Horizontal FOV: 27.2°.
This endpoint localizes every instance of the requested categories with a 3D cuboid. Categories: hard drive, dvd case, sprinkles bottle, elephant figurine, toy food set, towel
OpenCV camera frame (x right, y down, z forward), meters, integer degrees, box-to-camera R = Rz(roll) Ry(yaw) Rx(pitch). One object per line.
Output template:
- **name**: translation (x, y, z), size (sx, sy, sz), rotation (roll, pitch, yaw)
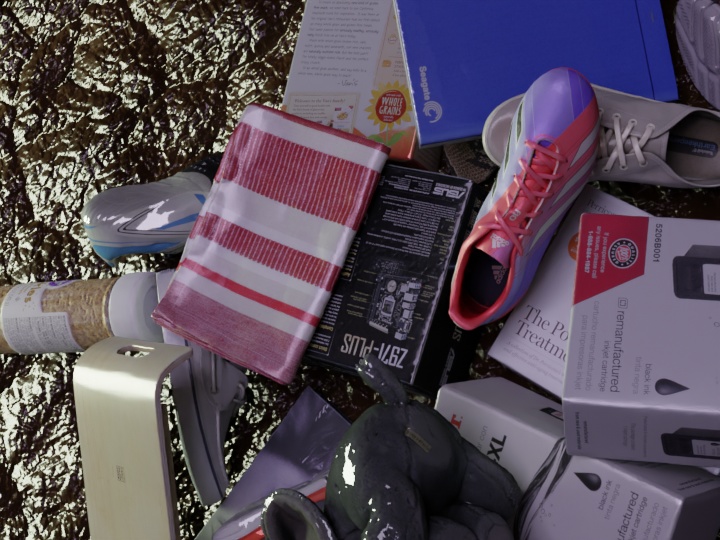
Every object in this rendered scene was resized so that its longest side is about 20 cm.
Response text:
- **hard drive**: translation (0.132, -0.176, 1.141), size (0.199, 0.025, 0.133), rotation (-10, 84, 0)
- **dvd case**: translation (-0.051, 0.215, 1.190), size (0.149, 0.016, 0.200), rotation (39, 96, 31)
- **sprinkles bottle**: translation (-0.262, 0.041, 1.329), size (0.199, 0.068, 0.069), rotation (-5, 73, 28)
- **elephant figurine**: translation (0.002, 0.183, 1.011), size (0.200, 0.141, 0.156), rotation (-40, 32, 46)
- **toy food set**: translation (-0.166, 0.157, 1.196), size (0.143, 0.060, 0.201), rotation (3, 101, 53)
- **towel**: translation (-0.072, -0.026, 1.171), size (0.144, 0.023, 0.201), rotation (21, 86, 32)

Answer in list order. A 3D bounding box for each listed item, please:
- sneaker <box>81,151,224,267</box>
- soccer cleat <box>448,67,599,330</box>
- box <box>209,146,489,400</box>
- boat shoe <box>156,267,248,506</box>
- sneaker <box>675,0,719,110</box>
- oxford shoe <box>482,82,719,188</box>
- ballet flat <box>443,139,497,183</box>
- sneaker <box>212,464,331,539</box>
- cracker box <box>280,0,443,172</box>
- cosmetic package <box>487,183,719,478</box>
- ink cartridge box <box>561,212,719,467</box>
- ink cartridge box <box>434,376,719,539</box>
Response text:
- **sneaker**: translation (-0.144, -0.052, 1.303), size (0.199, 0.073, 0.072), rotation (-12, 40, 13)
- **soccer cleat**: translation (0.115, -0.046, 1.058), size (0.067, 0.076, 0.201), rotation (27, 119, 10)
- **box**: translation (0.000, 0.000, 1.186), size (0.199, 0.086, 0.164), rotation (12, 81, 31)
- **boat shoe**: translation (-0.125, 0.093, 1.243), size (0.065, 0.072, 0.201), rotation (-10, 72, -6)
- **sneaker**: translation (0.316, -0.156, 1.073), size (0.112, 0.078, 0.200), rotation (-19, 36, -13)
- **oxford shoe**: translation (0.189, -0.095, 1.084), size (0.199, 0.058, 0.076), rotation (6, 101, 5)
- **ballet flat**: translation (0.101, -0.172, 1.189), size (0.068, 0.075, 0.201), rotation (17, 84, 34)
- **sneaker**: translation (-0.013, 0.193, 1.140), size (0.199, 0.077, 0.082), rotation (-26, 91, 19)
- **cracker box**: translation (0.016, -0.183, 1.250), size (0.133, 0.058, 0.201), rotation (8, 80, 29)
- **cosmetic package**: translation (0.213, 0.047, 1.077), size (0.200, 0.052, 0.151), rotation (30, 88, 32)
- **ink cartridge box**: translation (0.236, 0.047, 0.953), size (0.199, 0.083, 0.146), rotation (3, 58, 13)
- **ink cartridge box**: translation (0.135, 0.178, 1.033), size (0.200, 0.084, 0.147), rotation (22, 104, 35)
